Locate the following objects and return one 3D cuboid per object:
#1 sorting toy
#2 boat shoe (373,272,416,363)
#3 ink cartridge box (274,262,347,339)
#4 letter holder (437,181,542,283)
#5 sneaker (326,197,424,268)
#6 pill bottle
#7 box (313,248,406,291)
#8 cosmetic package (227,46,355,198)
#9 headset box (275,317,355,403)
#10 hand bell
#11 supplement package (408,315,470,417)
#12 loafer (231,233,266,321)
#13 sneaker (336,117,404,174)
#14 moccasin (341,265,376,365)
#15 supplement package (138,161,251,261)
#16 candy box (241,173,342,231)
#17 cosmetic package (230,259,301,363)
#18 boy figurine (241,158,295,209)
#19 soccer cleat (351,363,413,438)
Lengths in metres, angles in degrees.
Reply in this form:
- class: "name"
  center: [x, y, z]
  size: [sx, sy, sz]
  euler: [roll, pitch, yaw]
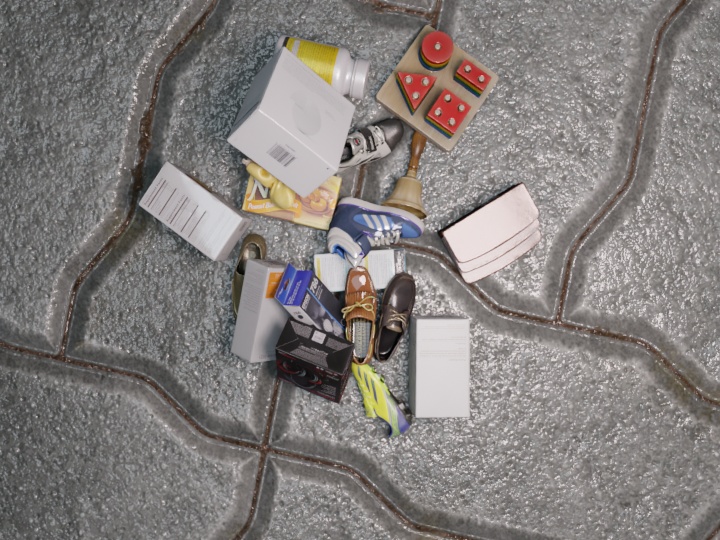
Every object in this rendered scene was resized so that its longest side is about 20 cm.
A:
- class: "sorting toy"
  center: [0.166, -0.394, 1.634]
  size: [0.197, 0.070, 0.202]
  euler: [35, 82, 1]
- class: "boat shoe"
  center: [0.075, 0.106, 1.628]
  size: [0.073, 0.074, 0.204]
  euler: [11, 109, -13]
- class: "ink cartridge box"
  center: [-0.092, 0.078, 1.601]
  size: [0.039, 0.101, 0.200]
  euler: [-17, 129, 35]
- class: "letter holder"
  center: [0.284, -0.071, 1.635]
  size: [0.198, 0.101, 0.144]
  euler: [-31, 92, 1]
- class: "sneaker"
  center: [0.027, -0.060, 1.618]
  size: [0.196, 0.081, 0.149]
  euler: [16, 66, -2]
- class: "pill bottle"
  center: [-0.083, -0.422, 1.634]
  size: [0.196, 0.111, 0.114]
  euler: [12, 91, 2]
- class: "box"
  center: [0.000, 0.000, 1.665]
  size: [0.195, 0.049, 0.084]
  euler: [-3, 91, 1]
- class: "cosmetic package"
  center: [-0.134, -0.296, 1.550]
  size: [0.198, 0.122, 0.202]
  euler: [35, 47, -24]
- class: "headset box"
  center: [-0.094, 0.192, 1.590]
  size: [0.146, 0.201, 0.076]
  euler: [21, 63, 6]
- class: "hand bell"
  center: [0.114, -0.221, 1.654]
  size: [0.102, 0.104, 0.204]
  euler: [14, 79, 1]
- class: "supplement package"
  center: [0.163, 0.199, 1.626]
  size: [0.114, 0.117, 0.205]
  euler: [1, 90, -5]
- class: "loafer"
  center: [-0.244, 0.022, 1.662]
  size: [0.074, 0.067, 0.205]
  euler: [3, 90, 1]
- class: "sneaker"
  center: [0.006, -0.265, 1.646]
  size: [0.198, 0.089, 0.075]
  euler: [-30, 88, 0]
- class: "moccasin"
  center: [-0.004, 0.093, 1.605]
  size: [0.072, 0.078, 0.206]
  euler: [4, 89, 0]
- class: "supplement package"
  center: [-0.347, -0.124, 1.641]
  size: [0.199, 0.114, 0.110]
  euler: [36, 93, 0]
- class: "candy box"
  center: [-0.146, -0.163, 1.664]
  size: [0.196, 0.055, 0.118]
  euler: [13, 89, 2]
- class: "cosmetic package"
  center: [-0.198, 0.083, 1.622]
  size: [0.071, 0.100, 0.204]
  euler: [20, 103, 38]
- class: "boy figurine"
  center: [-0.181, -0.223, 1.608]
  size: [0.123, 0.064, 0.203]
  euler: [-26, 89, -29]
- class: "soccer cleat"
  center: [0.030, 0.270, 1.660]
  size: [0.083, 0.065, 0.201]
  euler: [-39, 90, 4]
